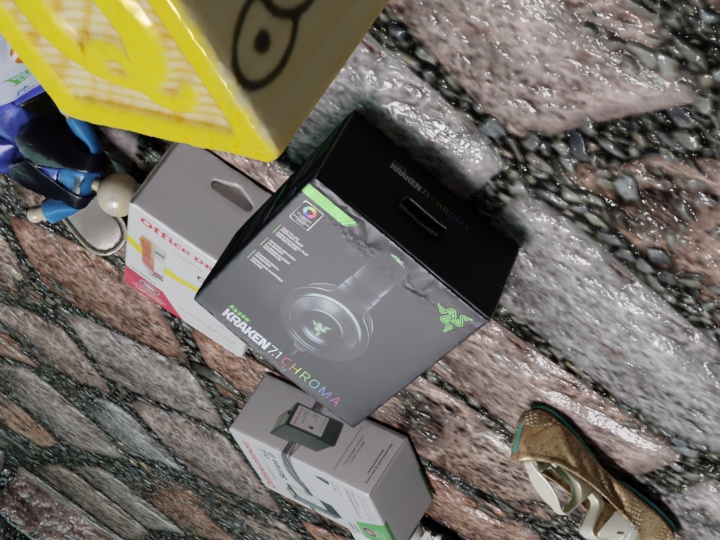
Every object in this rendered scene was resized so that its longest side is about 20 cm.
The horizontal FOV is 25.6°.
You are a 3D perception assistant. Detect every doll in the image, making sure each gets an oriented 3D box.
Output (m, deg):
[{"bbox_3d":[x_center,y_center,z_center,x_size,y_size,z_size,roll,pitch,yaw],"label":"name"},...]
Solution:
[{"bbox_3d":[-0.291,-0.100,1.445,0.198,0.049,0.137,22,122,6],"label":"doll"}]

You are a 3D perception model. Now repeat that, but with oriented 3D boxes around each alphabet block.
[{"bbox_3d":[-0.100,-0.208,0.896,0.195,0.201,0.196,14,150,40],"label":"alphabet block"}]

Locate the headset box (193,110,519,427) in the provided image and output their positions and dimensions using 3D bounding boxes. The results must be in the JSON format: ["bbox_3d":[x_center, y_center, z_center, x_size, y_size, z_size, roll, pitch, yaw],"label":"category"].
[{"bbox_3d":[0.000,0.000,1.236,0.174,0.093,0.200,40,133,-11],"label":"headset box"}]

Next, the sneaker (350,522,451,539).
[{"bbox_3d":[0.066,0.330,1.880,0.199,0.081,0.147,21,158,42],"label":"sneaker"}]

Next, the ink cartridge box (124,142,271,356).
[{"bbox_3d":[-0.140,-0.017,1.478,0.145,0.084,0.200,33,157,4],"label":"ink cartridge box"}]

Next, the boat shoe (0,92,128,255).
[{"bbox_3d":[-0.282,-0.108,1.507,0.071,0.068,0.201,-25,105,15],"label":"boat shoe"}]

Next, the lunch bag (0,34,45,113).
[{"bbox_3d":[-0.292,-0.226,1.181,0.171,0.123,0.200,56,163,8],"label":"lunch bag"}]

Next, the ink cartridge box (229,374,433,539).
[{"bbox_3d":[-0.032,0.217,1.790,0.199,0.084,0.146,21,154,30],"label":"ink cartridge box"}]

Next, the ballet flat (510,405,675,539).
[{"bbox_3d":[0.209,0.208,1.465,0.200,0.066,0.070,41,156,-15],"label":"ballet flat"}]
